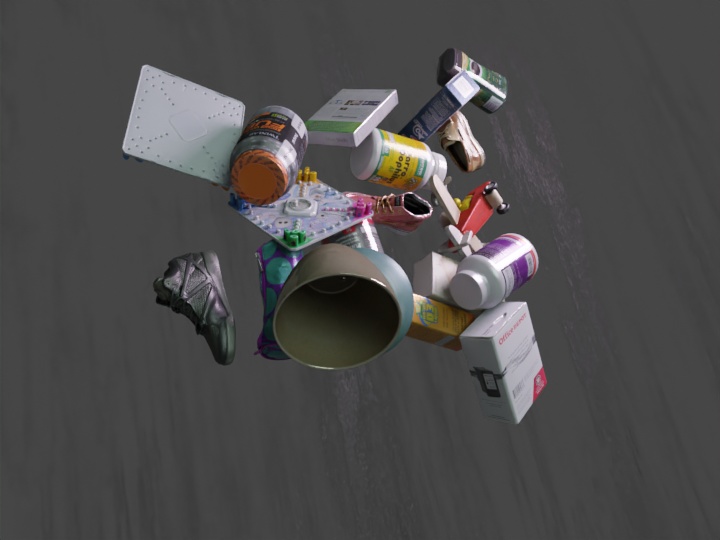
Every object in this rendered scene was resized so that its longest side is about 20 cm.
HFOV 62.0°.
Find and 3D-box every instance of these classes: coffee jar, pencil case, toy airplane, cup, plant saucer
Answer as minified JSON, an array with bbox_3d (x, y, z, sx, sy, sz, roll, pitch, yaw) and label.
[{"bbox_3d":[0.295,-0.509,1.607,0.198,0.085,0.105,21,60,-24],"label":"coffee jar"},{"bbox_3d":[-0.140,0.050,1.041,0.092,0.085,0.202,8,64,-31],"label":"pencil case"},{"bbox_3d":[0.222,-0.103,1.323,0.197,0.140,0.203,1,88,-37],"label":"toy airplane"},{"bbox_3d":[-0.042,0.039,0.963,0.199,0.201,0.144,21,33,-23],"label":"cup"},{"bbox_3d":[-0.005,0.061,1.064,0.201,0.199,0.036,57,13,4],"label":"plant saucer"}]

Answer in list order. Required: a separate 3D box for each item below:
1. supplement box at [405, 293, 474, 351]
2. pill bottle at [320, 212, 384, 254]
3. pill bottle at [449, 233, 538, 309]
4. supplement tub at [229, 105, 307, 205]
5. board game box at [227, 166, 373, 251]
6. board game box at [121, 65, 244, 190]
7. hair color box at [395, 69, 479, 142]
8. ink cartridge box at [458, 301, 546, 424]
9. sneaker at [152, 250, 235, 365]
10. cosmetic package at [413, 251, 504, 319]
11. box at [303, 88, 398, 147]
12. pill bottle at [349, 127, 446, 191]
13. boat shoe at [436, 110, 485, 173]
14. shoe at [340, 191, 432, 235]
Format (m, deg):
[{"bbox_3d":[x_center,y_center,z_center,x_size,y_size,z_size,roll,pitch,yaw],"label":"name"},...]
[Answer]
[{"bbox_3d":[0.137,0.102,1.210,0.198,0.069,0.067,17,58,-24],"label":"supplement box"},{"bbox_3d":[0.000,0.000,1.141,0.110,0.111,0.202,-10,73,-36],"label":"pill bottle"},{"bbox_3d":[0.270,0.005,1.223,0.199,0.112,0.113,-27,83,-40],"label":"pill bottle"},{"bbox_3d":[-0.167,-0.209,1.091,0.122,0.123,0.201,30,32,-17],"label":"supplement tub"},{"bbox_3d":[-0.110,-0.122,1.104,0.199,0.026,0.199,-27,46,-37],"label":"board game box"},{"bbox_3d":[-0.321,-0.260,1.105,0.198,0.026,0.202,16,59,-26],"label":"board game box"},{"bbox_3d":[0.173,-0.361,1.377,0.061,0.200,0.100,47,50,-4],"label":"hair color box"},{"bbox_3d":[0.292,0.182,1.214,0.145,0.083,0.202,-35,114,-39],"label":"ink cartridge box"},{"bbox_3d":[-0.267,0.064,0.958,0.113,0.076,0.201,-8,69,-34],"label":"sneaker"},{"bbox_3d":[0.212,0.046,1.284,0.198,0.073,0.105,18,58,-26],"label":"cosmetic package"},{"bbox_3d":[-0.025,-0.329,1.279,0.200,0.143,0.037,-52,140,-39],"label":"box"},{"bbox_3d":[0.086,-0.236,1.315,0.198,0.113,0.114,10,62,-30],"label":"pill bottle"},{"bbox_3d":[0.232,-0.330,1.484,0.074,0.076,0.201,-35,88,-36],"label":"boat shoe"},{"bbox_3d":[0.051,-0.135,1.254,0.198,0.091,0.072,16,59,-27],"label":"shoe"}]
